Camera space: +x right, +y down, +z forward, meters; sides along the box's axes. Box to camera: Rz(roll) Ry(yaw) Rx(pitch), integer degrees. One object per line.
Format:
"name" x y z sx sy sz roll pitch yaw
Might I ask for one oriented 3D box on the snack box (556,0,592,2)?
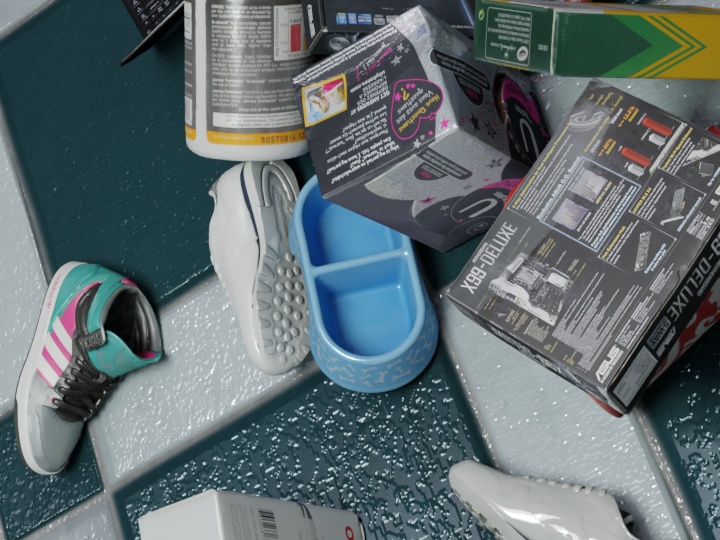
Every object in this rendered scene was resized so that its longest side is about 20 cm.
"snack box" 0.172 -0.338 1.482 0.168 0.068 0.201 38 97 -4

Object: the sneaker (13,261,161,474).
"sneaker" -0.242 0.092 1.671 0.120 0.083 0.202 2 77 41

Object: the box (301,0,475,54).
"box" 0.046 -0.259 1.524 0.044 0.198 0.162 134 133 -63

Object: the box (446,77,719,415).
"box" 0.178 -0.021 1.308 0.157 0.050 0.201 30 84 37

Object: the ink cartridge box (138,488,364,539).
"ink cartridge box" -0.075 0.263 1.451 0.082 0.199 0.148 -22 66 28

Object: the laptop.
"laptop" -0.177 -0.303 1.715 0.177 0.103 0.201 -40 60 16

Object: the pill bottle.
"pill bottle" -0.095 -0.201 1.573 0.116 0.116 0.202 10 106 33

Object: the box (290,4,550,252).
"box" 0.059 -0.107 1.461 0.131 0.200 0.116 -26 67 24

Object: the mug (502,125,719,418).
"mug" 0.213 -0.018 1.371 0.200 0.178 0.134 -41 17 11

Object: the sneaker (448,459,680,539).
"sneaker" 0.156 0.196 1.411 0.199 0.076 0.081 33 84 29

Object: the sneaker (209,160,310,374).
"sneaker" -0.090 0.001 1.603 0.080 0.076 0.202 -24 61 36

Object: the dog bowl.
"dog bowl" 0.000 0.000 1.534 0.110 0.050 0.202 -12 68 0

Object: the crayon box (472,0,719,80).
"crayon box" 0.202 -0.176 1.389 0.126 0.198 0.052 -154 64 -64
